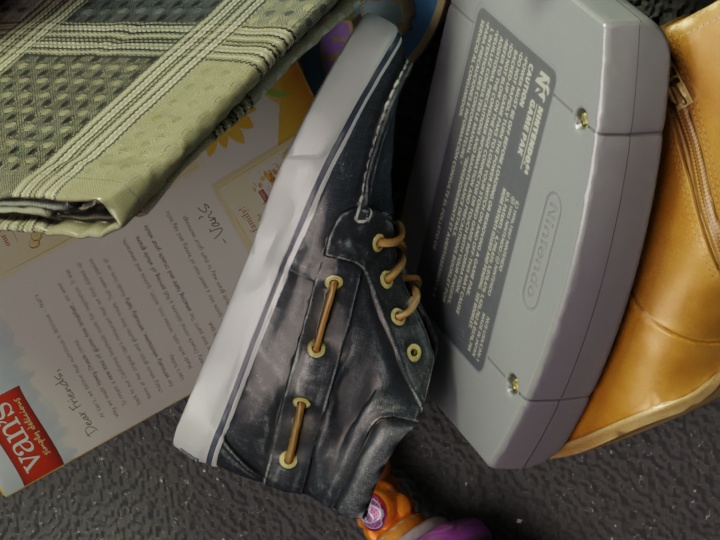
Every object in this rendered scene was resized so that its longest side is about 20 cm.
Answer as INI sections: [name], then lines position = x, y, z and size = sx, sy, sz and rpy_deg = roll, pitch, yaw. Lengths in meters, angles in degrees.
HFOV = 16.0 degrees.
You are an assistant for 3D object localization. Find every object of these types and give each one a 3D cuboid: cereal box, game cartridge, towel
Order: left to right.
[towel]
position = -0.104, -0.073, 1.022
size = 0.192, 0.200, 0.035
rpy_deg = 6, 129, 40
[cereal box]
position = -0.101, -0.012, 1.094
size = 0.144, 0.199, 0.040
rpy_deg = 65, 173, -24
[game cartridge]
position = 0.066, -0.029, 1.039
size = 0.133, 0.041, 0.201
rpy_deg = 45, 131, 47

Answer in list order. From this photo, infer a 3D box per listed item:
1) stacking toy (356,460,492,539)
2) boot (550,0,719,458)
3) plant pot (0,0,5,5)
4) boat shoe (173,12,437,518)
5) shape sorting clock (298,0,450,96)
[stacking toy]
position = 0.044, 0.150, 1.134
size = 0.200, 0.109, 0.116
rpy_deg = 53, 131, 19
[boot]
position = 0.123, -0.020, 1.034
size = 0.201, 0.071, 0.145
rpy_deg = -35, 78, 40
[plant pot]
position = -0.199, -0.065, 1.168
size = 0.199, 0.187, 0.188
rpy_deg = 12, 115, 14
[boat shoe]
position = 0.000, 0.000, 1.056
size = 0.090, 0.071, 0.201
rpy_deg = 22, 103, 1
[shape sorting clock]
position = -0.048, -0.159, 1.088
size = 0.199, 0.039, 0.201
rpy_deg = 19, 126, 27
